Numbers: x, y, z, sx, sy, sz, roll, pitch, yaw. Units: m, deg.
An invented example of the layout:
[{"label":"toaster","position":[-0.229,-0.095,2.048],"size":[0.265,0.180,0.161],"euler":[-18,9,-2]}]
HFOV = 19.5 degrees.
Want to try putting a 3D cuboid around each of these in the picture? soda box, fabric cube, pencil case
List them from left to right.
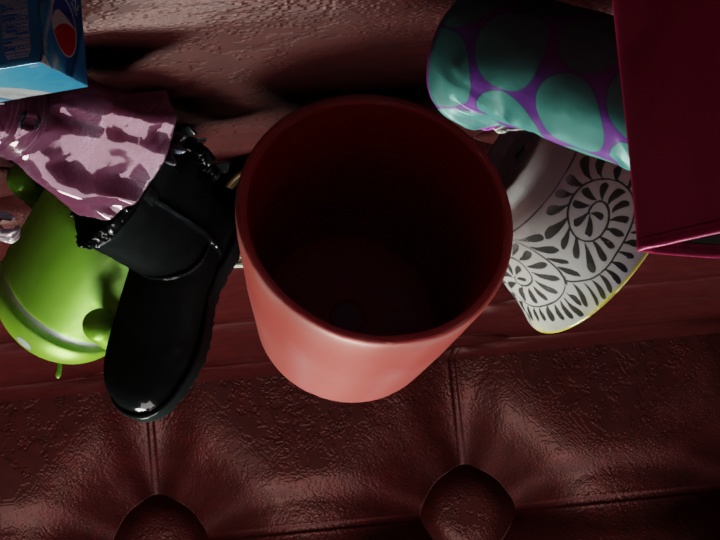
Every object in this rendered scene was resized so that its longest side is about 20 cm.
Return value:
[{"label":"soda box","position":[-0.255,-0.122,1.156],"size":[0.199,0.064,0.068],"euler":[-7,171,15]},{"label":"pencil case","position":[0.137,-0.103,1.227],"size":[0.085,0.093,0.200],"euler":[-32,-141,-34]},{"label":"fabric cube","position":[0.262,-0.118,1.068],"size":[0.196,0.200,0.200],"euler":[-15,167,43]}]

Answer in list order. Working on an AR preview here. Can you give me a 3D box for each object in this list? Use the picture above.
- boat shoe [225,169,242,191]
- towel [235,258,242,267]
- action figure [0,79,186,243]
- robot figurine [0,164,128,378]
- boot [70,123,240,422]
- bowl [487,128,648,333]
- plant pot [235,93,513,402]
[{"label":"boat shoe","position":[-0.024,-0.066,1.650],"size":[0.200,0.074,0.066],"euler":[-13,174,41]},{"label":"towel","position":[-0.103,-0.037,1.756],"size":[0.199,0.023,0.153],"euler":[-5,-158,-10]},{"label":"action figure","position":[-0.213,-0.104,1.311],"size":[0.200,0.134,0.149],"euler":[18,-159,-39]},{"label":"robot figurine","position":[-0.208,-0.010,1.616],"size":[0.115,0.176,0.200],"euler":[-3,140,-45]},{"label":"boot","position":[-0.153,-0.006,1.480],"size":[0.073,0.199,0.162],"euler":[18,167,25]},{"label":"bowl","position":[0.147,-0.063,1.546],"size":[0.094,0.201,0.201],"euler":[30,159,-17]},{"label":"plant pot","position":[0.000,0.000,1.537],"size":[0.200,0.201,0.177],"euler":[-4,154,-10]}]
